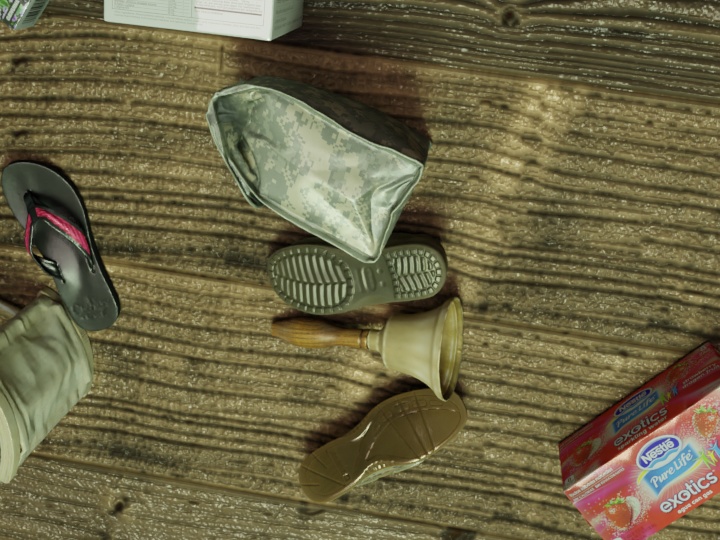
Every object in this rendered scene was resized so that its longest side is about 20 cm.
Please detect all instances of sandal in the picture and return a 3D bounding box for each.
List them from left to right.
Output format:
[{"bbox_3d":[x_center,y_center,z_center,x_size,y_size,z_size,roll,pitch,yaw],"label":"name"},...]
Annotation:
[{"bbox_3d":[-0.315,-0.024,1.038,0.074,0.045,0.202,-20,104,14],"label":"sandal"}]

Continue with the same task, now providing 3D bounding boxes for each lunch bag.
[{"bbox_3d":[-0.044,-0.110,0.911,0.198,0.164,0.118,28,106,-2],"label":"lunch bag"}]

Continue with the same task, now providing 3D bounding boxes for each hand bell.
[{"bbox_3d":[0.000,0.069,1.019,0.197,0.104,0.106,6,109,19],"label":"hand bell"}]

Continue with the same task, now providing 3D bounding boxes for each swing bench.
[{"bbox_3d":[-0.400,0.098,1.009,0.197,0.199,0.131,7,109,5],"label":"swing bench"}]

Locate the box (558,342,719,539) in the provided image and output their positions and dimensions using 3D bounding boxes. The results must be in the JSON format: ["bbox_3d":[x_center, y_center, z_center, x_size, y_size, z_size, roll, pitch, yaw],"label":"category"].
[{"bbox_3d":[0.305,0.179,0.993,0.199,0.100,0.096,-39,99,18],"label":"box"}]

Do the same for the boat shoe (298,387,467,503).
[{"bbox_3d":[0.026,0.184,1.060,0.198,0.063,0.074,-27,77,12],"label":"boat shoe"}]

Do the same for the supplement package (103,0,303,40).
[{"bbox_3d":[-0.127,-0.318,0.861,0.149,0.152,0.203,7,109,5],"label":"supplement package"}]

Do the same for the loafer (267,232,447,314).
[{"bbox_3d":[0.000,0.000,0.996,0.198,0.067,0.077,1,106,24],"label":"loafer"}]

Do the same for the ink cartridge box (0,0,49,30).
[{"bbox_3d":[-0.377,-0.337,0.941,0.199,0.050,0.109,38,109,-6],"label":"ink cartridge box"}]
